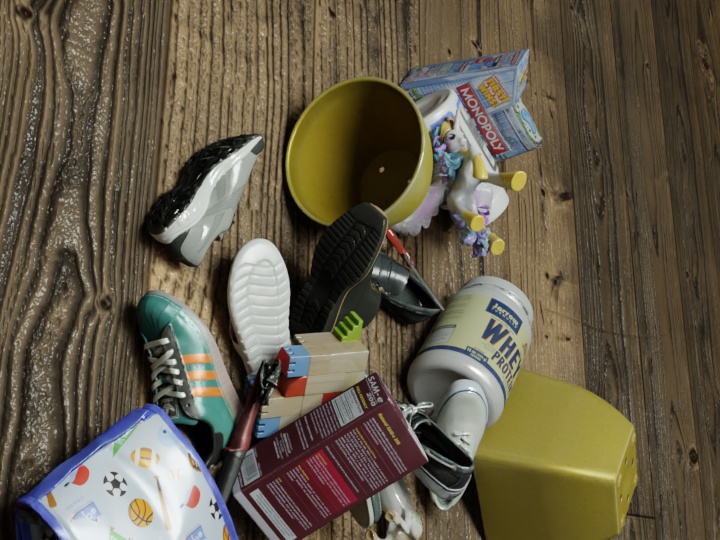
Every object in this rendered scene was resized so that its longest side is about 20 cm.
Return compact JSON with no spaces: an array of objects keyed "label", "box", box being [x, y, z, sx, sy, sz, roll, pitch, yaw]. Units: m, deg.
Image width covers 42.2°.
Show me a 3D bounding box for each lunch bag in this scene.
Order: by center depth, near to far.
[{"label":"lunch bag","box":[-0.218,0.252,0.879,0.170,0.122,0.203,-39,116,-47]}]

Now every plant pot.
[{"label":"plant pot","box":[0.019,-0.135,1.247,0.142,0.197,0.203,28,57,-61]},{"label":"plant pot","box":[0.298,0.289,1.375,0.196,0.197,0.196,-52,139,-45]}]

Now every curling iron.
[{"label":"curling iron","box":[-0.130,0.186,0.993,0.025,0.050,0.203,23,86,-8]}]

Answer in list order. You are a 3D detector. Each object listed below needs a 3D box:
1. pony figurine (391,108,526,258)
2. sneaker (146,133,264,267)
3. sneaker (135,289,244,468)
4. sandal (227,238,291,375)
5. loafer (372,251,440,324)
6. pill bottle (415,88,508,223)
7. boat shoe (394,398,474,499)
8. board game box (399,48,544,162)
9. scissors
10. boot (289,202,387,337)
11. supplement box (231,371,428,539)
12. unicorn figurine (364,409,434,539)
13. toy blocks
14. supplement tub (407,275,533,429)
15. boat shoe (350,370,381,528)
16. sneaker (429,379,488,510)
[{"label":"pony figurine","box":[0.145,-0.107,1.322,0.164,0.201,0.195,0,121,-22]},{"label":"sneaker","box":[-0.171,-0.088,1.090,0.080,0.073,0.201,58,47,-33]},{"label":"sneaker","box":[-0.189,0.120,0.992,0.080,0.071,0.202,-46,115,-51]},{"label":"sandal","box":[-0.124,0.065,1.110,0.082,0.049,0.206,-12,100,-36]},{"label":"loafer","box":[0.037,0.009,1.296,0.200,0.070,0.069,39,52,-36]},{"label":"pill bottle","box":[0.144,-0.168,1.448,0.201,0.113,0.114,56,43,-21]},{"label":"boat shoe","box":[0.062,0.201,1.189,0.073,0.069,0.199,-19,52,-43]},{"label":"board game box","box":[0.196,-0.256,1.469,0.201,0.198,0.062,55,43,-21]},{"label":"scissors","box":[0.059,-0.020,1.290,0.073,0.014,0.201,53,5,-40]},{"label":"boot","box":[0.000,0.000,1.191,0.078,0.201,0.138,46,28,23]},{"label":"supplement box","box":[-0.036,0.213,1.039,0.110,0.198,0.061,59,1,-32]},{"label":"unicorn figurine","box":[0.044,0.284,1.220,0.137,0.073,0.203,19,61,-55]},{"label":"toy blocks","box":[-0.073,0.152,1.076,0.135,0.100,0.203,-1,116,-29]},{"label":"supplement tub","box":[0.165,0.118,1.357,0.146,0.144,0.201,55,43,-22]},{"label":"boat shoe","box":[0.002,0.211,1.148,0.061,0.073,0.203,-3,65,-27]},{"label":"sneaker","box":[0.134,0.241,1.263,0.071,0.072,0.202,-91,-175,-57]}]
